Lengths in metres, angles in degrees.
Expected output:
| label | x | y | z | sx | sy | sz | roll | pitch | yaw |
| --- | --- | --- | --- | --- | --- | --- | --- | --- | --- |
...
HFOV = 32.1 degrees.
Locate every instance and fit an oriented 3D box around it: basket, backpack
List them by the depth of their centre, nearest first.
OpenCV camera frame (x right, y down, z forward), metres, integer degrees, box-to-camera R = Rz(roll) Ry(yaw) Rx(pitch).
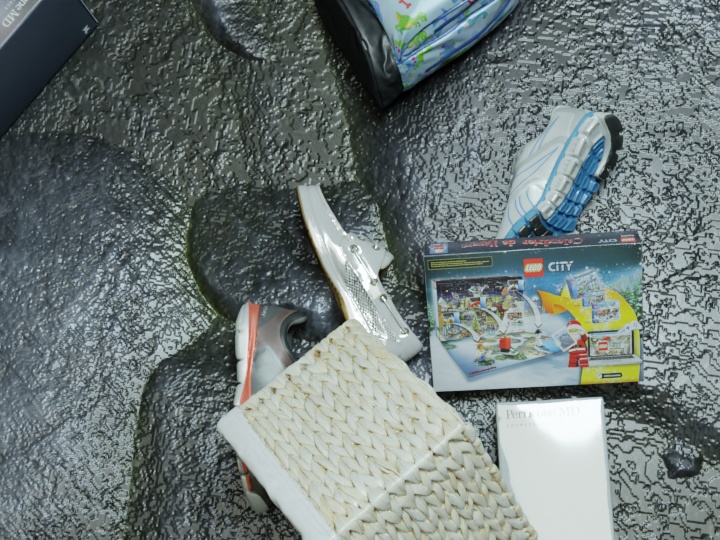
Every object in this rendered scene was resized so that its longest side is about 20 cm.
| label | x | y | z | sx | sy | sz | roll | pitch | yaw |
| --- | --- | --- | --- | --- | --- | --- | --- | --- | --- |
| basket | 0.014 | 0.184 | 1.071 | 0.161 | 0.199 | 0.200 | -40 | 40 | -10 |
| backpack | 0.070 | -0.284 | 1.240 | 0.199 | 0.154 | 0.164 | -23 | 68 | -12 |

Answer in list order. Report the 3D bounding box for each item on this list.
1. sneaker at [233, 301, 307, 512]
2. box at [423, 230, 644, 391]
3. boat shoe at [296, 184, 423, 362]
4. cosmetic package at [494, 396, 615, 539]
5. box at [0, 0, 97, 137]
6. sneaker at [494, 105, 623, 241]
| label | x | y | z | sx | sy | sz | roll | pitch | yaw |
| --- | --- | --- | --- | --- | --- | --- | --- | --- | --- |
| sneaker | -0.078 | 0.127 | 1.187 | 0.081 | 0.077 | 0.202 | -1 | 77 | 0 |
| box | 0.161 | 0.039 | 1.162 | 0.198 | 0.038 | 0.138 | -3 | 109 | 6 |
| boat shoe | 0.000 | 0.000 | 1.211 | 0.069 | 0.071 | 0.201 | -25 | 84 | -1 |
| cosmetic package | 0.178 | 0.221 | 1.135 | 0.101 | 0.071 | 0.202 | -4 | 76 | 6 |
| box | -0.418 | -0.261 | 1.291 | 0.198 | 0.123 | 0.200 | 38 | 84 | 12 |
| sneaker | 0.171 | -0.072 | 1.215 | 0.087 | 0.075 | 0.201 | 33 | 89 | 46 |
